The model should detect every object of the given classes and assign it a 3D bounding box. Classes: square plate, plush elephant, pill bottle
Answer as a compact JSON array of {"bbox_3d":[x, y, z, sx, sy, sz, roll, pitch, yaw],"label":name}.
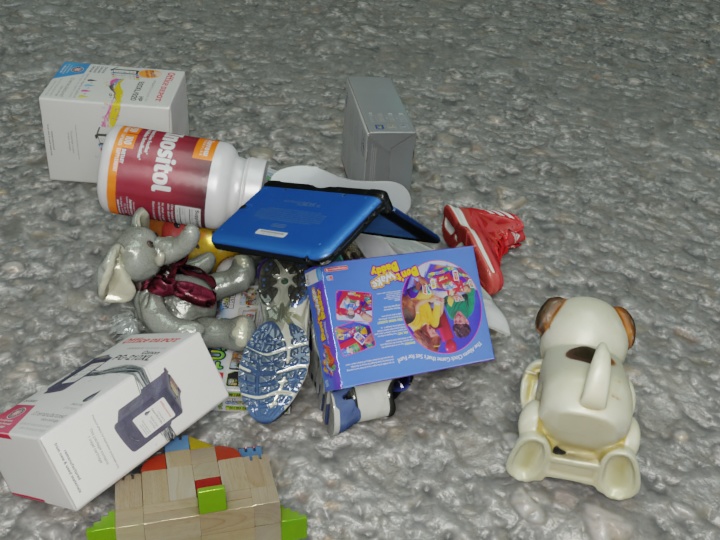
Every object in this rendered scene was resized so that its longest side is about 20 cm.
[{"bbox_3d":[0.086,-0.001,1.126,0.197,0.029,0.200,25,14,-22],"label":"square plate"},{"bbox_3d":[-0.230,0.004,1.041,0.199,0.155,0.165,-10,36,8],"label":"plush elephant"},{"bbox_3d":[-0.223,-0.115,1.116,0.199,0.113,0.113,9,36,-3],"label":"pill bottle"}]

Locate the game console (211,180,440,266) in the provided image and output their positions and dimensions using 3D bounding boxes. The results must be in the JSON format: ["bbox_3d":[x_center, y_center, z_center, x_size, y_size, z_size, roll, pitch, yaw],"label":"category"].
[{"bbox_3d":[-0.040,-0.035,1.018,0.199,0.119,0.171,9,46,43],"label":"game console"}]

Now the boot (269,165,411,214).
[{"bbox_3d":[-0.035,-0.090,1.217,0.199,0.096,0.074,8,74,-13],"label":"boot"}]

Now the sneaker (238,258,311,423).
[{"bbox_3d":[-0.085,0.086,0.998,0.077,0.085,0.201,4,59,9],"label":"sneaker"}]

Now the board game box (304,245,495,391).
[{"bbox_3d":[0.046,0.051,0.979,0.199,0.135,0.045,-7,-7,-27],"label":"board game box"}]

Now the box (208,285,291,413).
[{"bbox_3d":[-0.133,0.091,1.078,0.109,0.035,0.200,3,36,-2],"label":"box"}]

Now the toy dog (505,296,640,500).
[{"bbox_3d":[0.236,0.115,0.963,0.139,0.195,0.200,1,40,16],"label":"toy dog"}]

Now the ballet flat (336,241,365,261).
[{"bbox_3d":[0.000,0.000,1.126,0.075,0.068,0.200,-19,40,-28],"label":"ballet flat"}]

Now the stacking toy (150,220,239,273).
[{"bbox_3d":[-0.207,-0.048,1.207,0.146,0.146,0.200,-23,60,-33],"label":"stacking toy"}]

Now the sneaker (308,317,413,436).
[{"bbox_3d":[0.000,0.108,1.043,0.115,0.081,0.200,-2,43,-16],"label":"sneaker"}]

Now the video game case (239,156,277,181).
[{"bbox_3d":[-0.087,-0.095,1.269,0.199,0.024,0.182,17,22,-42],"label":"video game case"}]

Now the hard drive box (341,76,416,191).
[{"bbox_3d":[0.024,-0.195,1.388,0.076,0.156,0.200,-3,37,-11],"label":"hard drive box"}]

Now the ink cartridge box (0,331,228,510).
[{"bbox_3d":[-0.259,0.145,0.899,0.144,0.085,0.200,-5,22,45],"label":"ink cartridge box"}]

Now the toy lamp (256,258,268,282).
[{"bbox_3d":[-0.104,-0.031,1.206,0.058,0.059,0.200,5,19,1],"label":"toy lamp"}]

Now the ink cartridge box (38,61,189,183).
[{"bbox_3d":[-0.385,-0.234,1.402,0.199,0.145,0.148,4,35,-2],"label":"ink cartridge box"}]

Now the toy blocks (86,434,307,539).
[{"bbox_3d":[-0.164,0.217,0.867,0.199,0.100,0.137,-6,25,-14],"label":"toy blocks"}]

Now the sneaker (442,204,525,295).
[{"bbox_3d":[0.197,-0.039,1.261,0.115,0.079,0.200,-5,38,-11],"label":"sneaker"}]
